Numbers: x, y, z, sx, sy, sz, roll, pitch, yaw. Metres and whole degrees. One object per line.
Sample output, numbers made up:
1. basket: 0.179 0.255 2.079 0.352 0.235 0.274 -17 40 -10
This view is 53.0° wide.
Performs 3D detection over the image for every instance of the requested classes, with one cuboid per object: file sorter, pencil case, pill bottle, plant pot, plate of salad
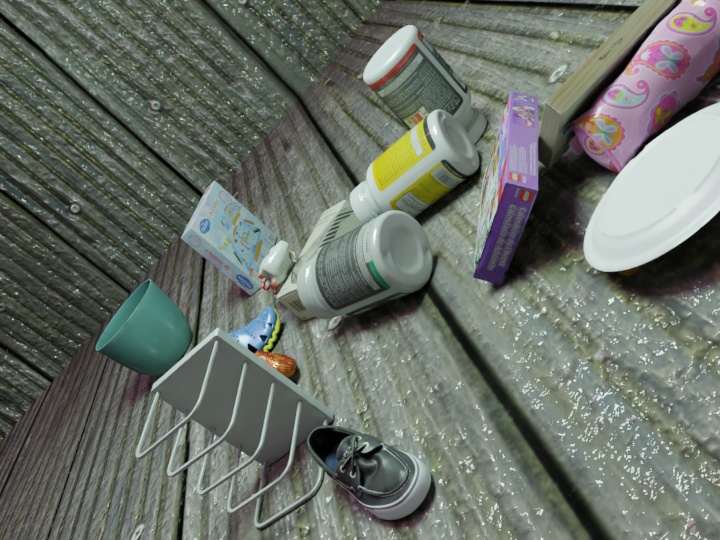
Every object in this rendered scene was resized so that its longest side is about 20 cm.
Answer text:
1. file sorter: -0.151 0.204 0.887 0.138 0.199 0.126 -37 28 26
2. pencil case: 0.313 -0.198 0.777 0.201 0.087 0.088 -49 21 9
3. pill bottle: 0.107 -0.280 1.162 0.115 0.200 0.117 -39 23 20
4. plant pot: -0.496 0.151 1.703 0.200 0.161 0.202 -40 24 21
5. pill bottle: 0.078 -0.146 1.123 0.199 0.111 0.112 -35 25 31
6. pill bottle: 0.000 0.000 1.032 0.198 0.113 0.114 -24 32 46
7. plate of salad: 0.290 -0.073 0.668 0.201 0.048 0.201 -49 11 13

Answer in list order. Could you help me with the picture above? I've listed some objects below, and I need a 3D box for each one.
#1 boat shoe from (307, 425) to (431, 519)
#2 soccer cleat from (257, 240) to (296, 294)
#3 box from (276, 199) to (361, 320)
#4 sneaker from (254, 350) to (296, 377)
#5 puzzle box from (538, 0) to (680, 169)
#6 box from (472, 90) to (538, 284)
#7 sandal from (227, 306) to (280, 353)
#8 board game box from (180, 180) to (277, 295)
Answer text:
1. boat shoe: -0.001 0.201 0.765 0.071 0.066 0.199 -54 21 -14
2. soccer cleat: -0.142 0.004 1.307 0.079 0.068 0.200 -61 -3 -12
3. box: -0.062 -0.019 1.249 0.082 0.068 0.202 -24 33 49
4. sneaker: -0.161 0.169 1.163 0.199 0.072 0.079 -14 65 57
5. puzzle box: 0.280 -0.219 0.824 0.200 0.025 0.133 -45 -19 -7
6. box: 0.175 -0.102 0.862 0.202 0.038 0.139 -75 -3 -47
7. sandal: -0.221 0.142 1.278 0.201 0.087 0.079 -51 19 -7
8. board game box: -0.285 -0.074 1.605 0.041 0.199 0.202 -36 24 27
